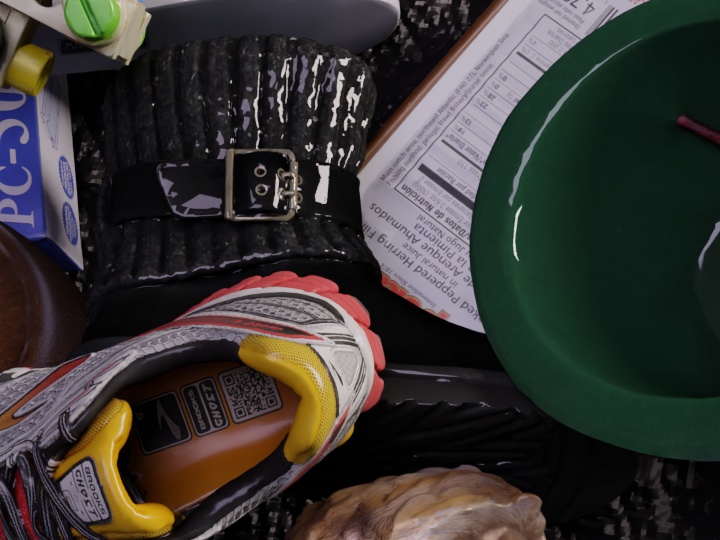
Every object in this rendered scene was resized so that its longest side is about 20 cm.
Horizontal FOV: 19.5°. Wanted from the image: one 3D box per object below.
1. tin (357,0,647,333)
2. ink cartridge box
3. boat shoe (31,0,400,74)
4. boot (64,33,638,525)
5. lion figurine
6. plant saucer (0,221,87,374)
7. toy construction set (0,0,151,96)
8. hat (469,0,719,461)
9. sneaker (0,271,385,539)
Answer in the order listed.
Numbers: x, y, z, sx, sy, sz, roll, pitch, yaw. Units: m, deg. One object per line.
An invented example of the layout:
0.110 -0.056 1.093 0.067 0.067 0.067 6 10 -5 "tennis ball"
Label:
0.066 -0.041 0.806 0.112 0.042 0.200 37 82 27 "tin"
-0.173 -0.090 0.878 0.093 0.044 0.202 -11 69 10 "ink cartridge box"
-0.085 -0.118 0.834 0.198 0.070 0.067 -5 68 -7 "boat shoe"
0.000 -0.002 0.747 0.209 0.080 0.159 10 54 -1 "boot"
-0.021 0.143 0.713 0.122 0.201 0.073 -5 50 -35 "lion figurine"
-0.190 0.032 0.745 0.198 0.035 0.201 1 45 -1 "plant saucer"
-0.137 -0.140 0.753 0.199 0.092 0.132 28 94 17 "toy construction set"
0.162 0.010 0.721 0.199 0.176 0.167 4 71 32 "hat"
-0.090 0.060 0.643 0.199 0.082 0.078 -28 95 8 "sneaker"
